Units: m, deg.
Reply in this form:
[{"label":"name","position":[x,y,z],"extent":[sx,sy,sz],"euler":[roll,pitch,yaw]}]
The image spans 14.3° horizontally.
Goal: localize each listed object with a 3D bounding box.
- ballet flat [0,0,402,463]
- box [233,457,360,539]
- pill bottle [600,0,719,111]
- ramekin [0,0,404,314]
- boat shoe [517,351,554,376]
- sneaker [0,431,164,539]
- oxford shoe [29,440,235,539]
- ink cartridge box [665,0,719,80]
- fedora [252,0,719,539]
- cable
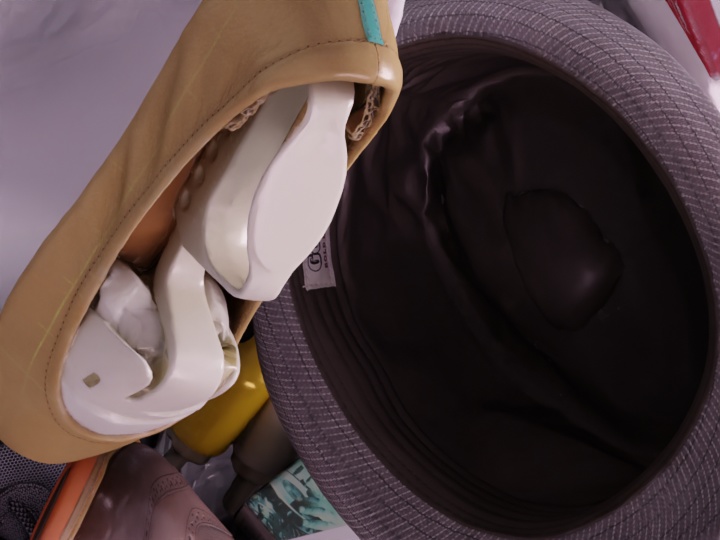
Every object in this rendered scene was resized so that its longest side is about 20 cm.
[{"label":"ballet flat","position":[-0.049,-0.003,0.785],"extent":[0.068,0.063,0.200],"euler":[4,131,-33]},{"label":"box","position":[0.077,0.078,0.999],"extent":[0.200,0.144,0.036],"euler":[-38,175,-18]},{"label":"pill bottle","position":[0.177,-0.114,0.912],"extent":[0.199,0.111,0.111],"euler":[-30,141,2]},{"label":"ramekin","position":[-0.095,-0.089,0.792],"extent":[0.200,0.098,0.201],"euler":[-16,139,-14]},{"label":"boat shoe","position":[0.138,-0.016,0.980],"extent":[0.200,0.073,0.065],"euler":[-38,119,-4]},{"label":"sneaker","position":[-0.143,0.112,0.962],"extent":[0.199,0.114,0.076],"euler":[-25,142,-10]},{"label":"oxford shoe","position":[-0.060,0.099,0.938],"extent":[0.072,0.073,0.200],"euler":[-64,168,-7]},{"label":"ink cartridge box","position":[0.093,-0.186,0.720],"extent":[0.144,0.200,0.145],"euler":[-28,140,4]},{"label":"fedora","position":[0.060,0.007,0.893],"extent":[0.177,0.200,0.090],"euler":[-47,160,23]},{"label":"cable","position":[0.000,0.000,0.979],"extent":[0.097,0.050,0.200],"euler":[1,132,-36]}]
